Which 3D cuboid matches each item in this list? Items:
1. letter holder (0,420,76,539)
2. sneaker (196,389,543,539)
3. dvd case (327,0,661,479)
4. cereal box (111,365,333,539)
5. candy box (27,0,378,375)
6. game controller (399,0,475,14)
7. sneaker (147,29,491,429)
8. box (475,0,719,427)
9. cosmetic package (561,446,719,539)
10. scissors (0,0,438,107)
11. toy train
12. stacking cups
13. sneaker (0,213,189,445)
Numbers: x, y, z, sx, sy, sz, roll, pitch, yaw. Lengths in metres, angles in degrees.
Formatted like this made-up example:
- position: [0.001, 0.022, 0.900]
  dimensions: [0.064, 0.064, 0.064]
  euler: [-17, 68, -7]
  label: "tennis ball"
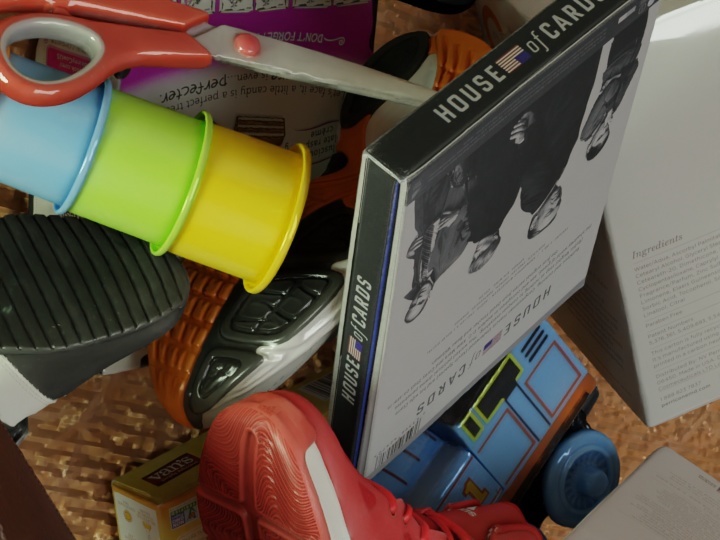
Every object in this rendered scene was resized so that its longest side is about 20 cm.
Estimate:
- position: [-0.143, 0.157, 0.884]
  dimensions: [0.100, 0.142, 0.200]
  euler: [-21, 142, 0]
  label: "letter holder"
- position: [0.008, 0.102, 0.970]
  dimensions: [0.115, 0.078, 0.201]
  euler: [-40, 138, -29]
  label: "sneaker"
- position: [0.050, -0.017, 0.948]
  dimensions: [0.150, 0.025, 0.200]
  euler: [-40, 157, -29]
  label: "dvd case"
- position: [-0.037, 0.159, 1.111]
  dimensions: [0.144, 0.039, 0.201]
  euler: [-27, 122, -37]
  label: "cereal box"
- position: [-0.063, -0.069, 0.987]
  dimensions: [0.136, 0.061, 0.201]
  euler: [-9, 111, -42]
  label: "candy box"
- position: [-0.040, -0.161, 0.920]
  dimensions: [0.199, 0.105, 0.042]
  euler: [19, 123, -25]
  label: "game controller"
- position: [0.000, 0.000, 0.981]
  dimensions: [0.200, 0.076, 0.092]
  euler: [-47, 138, -20]
  label: "sneaker"
- position: [0.132, -0.053, 1.117]
  dimensions: [0.097, 0.124, 0.201]
  euler: [-22, 123, -10]
  label: "box"
- position: [0.109, 0.149, 1.021]
  dimensions: [0.102, 0.074, 0.200]
  euler: [-60, 166, 15]
  label: "cosmetic package"
- position: [-0.055, -0.091, 0.903]
  dimensions: [0.199, 0.073, 0.014]
  euler: [-1, 147, -26]
  label: "scissors"
- position: [0.032, 0.108, 1.079]
  dimensions: [0.200, 0.087, 0.114]
  euler: [-54, 128, -16]
  label: "toy train"
- position: [-0.119, -0.049, 0.884]
  dimensions: [0.199, 0.060, 0.061]
  euler: [19, 92, -18]
  label: "stacking cups"
- position: [-0.159, 0.043, 0.917]
  dimensions: [0.199, 0.074, 0.089]
  euler: [-18, 138, -12]
  label: "sneaker"
